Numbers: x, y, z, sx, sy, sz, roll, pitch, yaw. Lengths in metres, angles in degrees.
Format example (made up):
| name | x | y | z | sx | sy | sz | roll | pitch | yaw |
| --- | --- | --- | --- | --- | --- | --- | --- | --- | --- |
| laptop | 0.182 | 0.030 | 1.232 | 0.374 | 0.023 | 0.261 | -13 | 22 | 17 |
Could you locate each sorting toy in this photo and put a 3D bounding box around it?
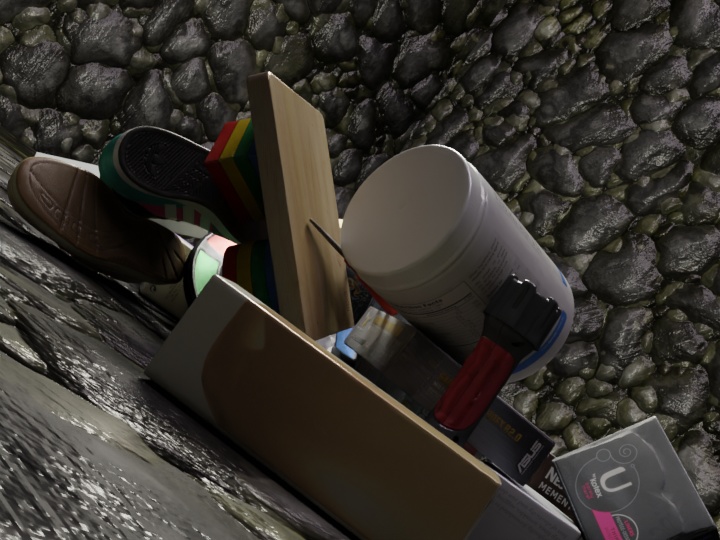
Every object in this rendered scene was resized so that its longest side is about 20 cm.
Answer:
| name | x | y | z | sx | sy | sz | roll | pitch | yaw |
| --- | --- | --- | --- | --- | --- | --- | --- | --- | --- |
| sorting toy | -0.069 | -0.042 | 0.770 | 0.069 | 0.201 | 0.199 | -8 | -1 | 9 |

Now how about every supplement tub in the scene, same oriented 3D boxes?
| name | x | y | z | sx | sy | sz | roll | pitch | yaw |
| --- | --- | --- | --- | --- | --- | --- | --- | --- | --- |
| supplement tub | 0.089 | 0.000 | 0.797 | 0.200 | 0.132 | 0.132 | 43 | -8 | -39 |

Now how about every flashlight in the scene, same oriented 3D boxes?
| name | x | y | z | sx | sy | sz | roll | pitch | yaw |
| --- | --- | --- | --- | --- | --- | --- | --- | --- | --- |
| flashlight | 0.079 | 0.097 | 0.706 | 0.068 | 0.201 | 0.068 | 35 | -3 | -24 |

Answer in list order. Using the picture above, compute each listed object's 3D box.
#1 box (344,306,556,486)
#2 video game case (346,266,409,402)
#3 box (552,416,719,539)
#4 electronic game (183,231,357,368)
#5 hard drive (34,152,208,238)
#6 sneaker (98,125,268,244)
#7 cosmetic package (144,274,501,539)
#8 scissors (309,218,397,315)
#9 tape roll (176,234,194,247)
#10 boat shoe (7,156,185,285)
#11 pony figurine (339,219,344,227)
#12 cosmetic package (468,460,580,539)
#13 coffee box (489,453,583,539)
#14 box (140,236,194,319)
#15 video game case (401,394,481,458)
| name | x | y | z | sx | sy | sz | roll | pitch | yaw |
| --- | --- | --- | --- | --- | --- | --- | --- | --- | --- |
| box | 0.073 | 0.107 | 0.844 | 0.158 | 0.048 | 0.200 | 40 | -4 | -10 |
| video game case | -0.019 | 0.078 | 1.030 | 0.181 | 0.201 | 0.023 | 35 | 38 | 12 |
| box | 0.264 | 0.250 | 0.841 | 0.123 | 0.106 | 0.200 | -107 | 170 | -48 |
| electronic game | -0.084 | 0.038 | 0.906 | 0.199 | 0.042 | 0.201 | 28 | 37 | -24 |
| hard drive | -0.275 | -0.086 | 1.048 | 0.199 | 0.026 | 0.132 | 12 | 18 | -17 |
| sneaker | -0.166 | -0.071 | 0.879 | 0.199 | 0.084 | 0.120 | 29 | -15 | -36 |
| cosmetic package | -0.019 | 0.092 | 0.547 | 0.200 | 0.071 | 0.105 | 35 | -4 | 8 |
| scissors | 0.000 | 0.000 | 0.805 | 0.073 | 0.014 | 0.200 | 56 | 3 | 14 |
| tape roll | -0.233 | -0.008 | 1.141 | 0.200 | 0.066 | 0.200 | 36 | -3 | 2 |
| boat shoe | -0.238 | -0.034 | 0.810 | 0.065 | 0.073 | 0.200 | -9 | -24 | 27 |
| pony figurine | 0.012 | 0.040 | 1.124 | 0.192 | 0.201 | 0.167 | 0 | 34 | -36 |
| cosmetic package | 0.134 | 0.226 | 0.818 | 0.101 | 0.074 | 0.200 | 34 | -5 | 15 |
| coffee box | 0.219 | 0.276 | 0.990 | 0.200 | 0.113 | 0.080 | 38 | -5 | -20 |
| box | -0.132 | 0.049 | 0.971 | 0.200 | 0.069 | 0.082 | 37 | -4 | -12 |
| video game case | 0.054 | 0.151 | 1.048 | 0.200 | 0.143 | 0.017 | 40 | 38 | 8 |
